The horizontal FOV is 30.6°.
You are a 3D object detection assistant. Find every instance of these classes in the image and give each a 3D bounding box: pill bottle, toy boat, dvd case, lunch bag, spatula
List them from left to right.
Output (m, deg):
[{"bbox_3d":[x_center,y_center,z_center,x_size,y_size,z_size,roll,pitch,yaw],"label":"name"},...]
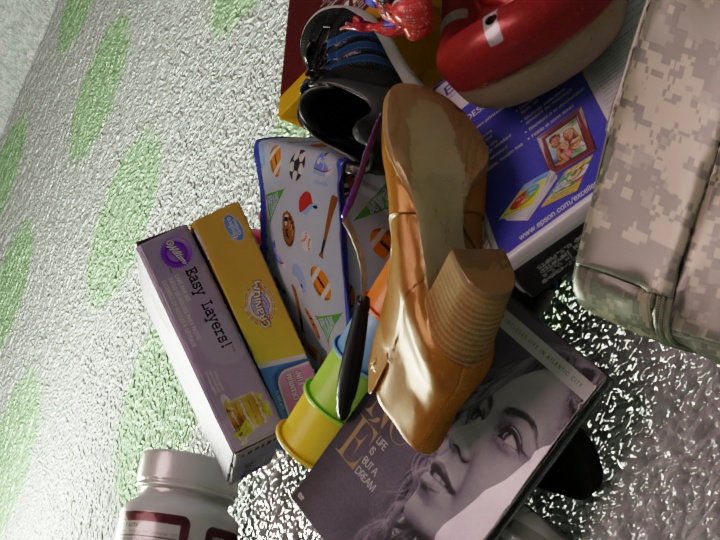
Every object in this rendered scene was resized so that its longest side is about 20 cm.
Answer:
[{"bbox_3d":[-0.173,0.273,1.201,0.114,0.113,0.203,-21,55,57],"label":"pill bottle"},{"bbox_3d":[-0.003,0.002,0.843,0.057,0.020,0.203,-67,-19,-73],"label":"spatula"},{"bbox_3d":[0.000,0.000,1.024,0.170,0.122,0.203,-159,65,-64],"label":"lunch bag"},{"bbox_3d":[0.050,0.108,0.821,0.201,0.016,0.149,-54,42,6],"label":"dvd case"},{"bbox_3d":[0.090,-0.204,0.828,0.130,0.130,0.202,-25,42,31],"label":"toy boat"},{"bbox_3d":[0.214,-0.039,0.620,0.167,0.138,0.203,21,95,46],"label":"lunch bag"}]

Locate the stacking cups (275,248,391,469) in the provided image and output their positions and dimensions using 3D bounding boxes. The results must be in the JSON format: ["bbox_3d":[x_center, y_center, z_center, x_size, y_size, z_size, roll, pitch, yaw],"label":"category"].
[{"bbox_3d":[0.014,0.045,0.911,0.201,0.060,0.061,-59,28,16],"label":"stacking cups"}]

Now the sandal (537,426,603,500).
[{"bbox_3d":[0.078,0.109,0.856,0.045,0.076,0.199,-32,19,-21],"label":"sandal"}]

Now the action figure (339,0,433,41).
[{"bbox_3d":[0.012,-0.194,0.882,0.200,0.051,0.066,-124,28,-63],"label":"action figure"}]

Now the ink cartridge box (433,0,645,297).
[{"bbox_3d":[0.150,-0.109,0.826,0.197,0.047,0.201,-37,35,19],"label":"ink cartridge box"}]

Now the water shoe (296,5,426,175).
[{"bbox_3d":[-0.012,-0.133,0.929,0.200,0.078,0.072,50,137,47],"label":"water shoe"}]

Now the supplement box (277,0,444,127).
[{"bbox_3d":[0.040,-0.232,1.089,0.197,0.131,0.203,-36,43,50],"label":"supplement box"}]

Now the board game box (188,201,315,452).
[{"bbox_3d":[-0.087,0.050,1.088,0.202,0.040,0.153,66,167,-1],"label":"board game box"}]

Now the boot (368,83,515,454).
[{"bbox_3d":[0.032,-0.003,0.810,0.145,0.070,0.203,114,152,-42],"label":"boot"}]

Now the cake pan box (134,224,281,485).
[{"bbox_3d":[-0.127,0.077,1.097,0.200,0.052,0.186,112,134,-72],"label":"cake pan box"}]

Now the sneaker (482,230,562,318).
[{"bbox_3d":[0.113,-0.025,0.896,0.072,0.072,0.203,1,72,41],"label":"sneaker"}]

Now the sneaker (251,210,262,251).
[{"bbox_3d":[-0.084,0.005,1.187,0.079,0.095,0.201,-50,-3,-45],"label":"sneaker"}]

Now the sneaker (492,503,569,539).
[{"bbox_3d":[0.042,0.171,0.854,0.199,0.075,0.083,8,63,58],"label":"sneaker"}]
